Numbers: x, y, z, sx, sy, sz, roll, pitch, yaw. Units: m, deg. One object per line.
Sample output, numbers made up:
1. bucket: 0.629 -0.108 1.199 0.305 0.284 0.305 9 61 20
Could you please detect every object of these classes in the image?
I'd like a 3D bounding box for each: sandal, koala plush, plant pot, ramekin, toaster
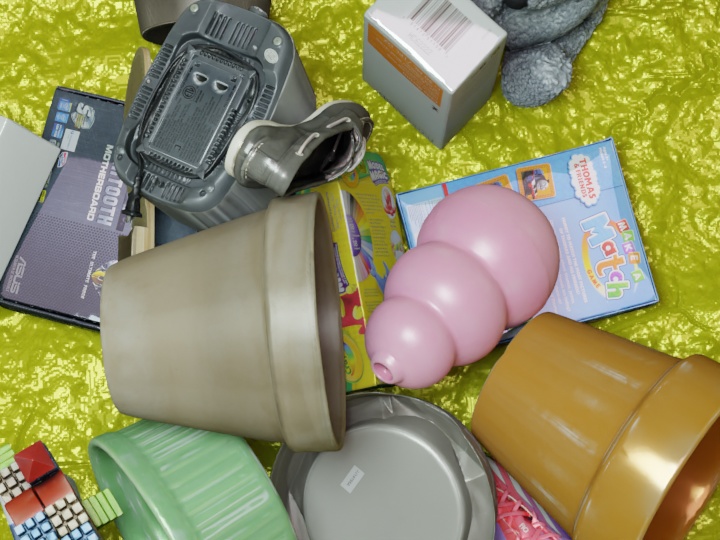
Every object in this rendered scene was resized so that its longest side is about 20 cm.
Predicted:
1. sandal: -0.164 -0.080 1.679 0.069 0.078 0.214 4 86 -20
2. koala plush: 0.160 -0.272 1.679 0.177 0.200 0.184 42 77 1
3. plant pot: -0.106 0.045 1.527 0.172 0.200 0.202 -4 80 5
4. plant pot: 0.199 0.134 1.634 0.183 0.200 0.201 32 82 21
5. ramekin: -0.131 0.202 1.610 0.097 0.200 0.201 -29 81 -19
6. toaster: -0.114 -0.107 1.578 0.113 0.129 0.201 22 81 20

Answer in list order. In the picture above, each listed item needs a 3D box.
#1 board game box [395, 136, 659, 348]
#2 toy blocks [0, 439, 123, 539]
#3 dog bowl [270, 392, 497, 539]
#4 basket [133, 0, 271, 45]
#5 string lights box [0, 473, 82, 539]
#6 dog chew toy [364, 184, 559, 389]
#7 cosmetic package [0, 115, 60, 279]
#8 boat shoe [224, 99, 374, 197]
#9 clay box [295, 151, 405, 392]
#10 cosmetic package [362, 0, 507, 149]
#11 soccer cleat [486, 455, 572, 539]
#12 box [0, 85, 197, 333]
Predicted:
1. board game box: 0.145 -0.018 1.726 0.198 0.037 0.153 -15 81 -1
2. toy blocks: -0.230 0.212 1.534 0.099 0.137 0.201 -31 82 -9
3. dog bowl: 0.024 0.196 1.647 0.198 0.059 0.202 2 96 19
4. basket: -0.140 -0.306 1.731 0.178 0.136 0.202 -4 84 3
5. string lights box: -0.235 0.274 1.644 0.059 0.103 0.202 -21 81 -5
6. dog chew toy: 0.076 0.020 1.618 0.124 0.125 0.200 41 59 6
7. cosmetic package: -0.354 -0.042 1.684 0.107 0.085 0.201 20 86 31
8. boat shoe: -0.034 -0.089 1.542 0.057 0.200 0.067 33 113 20
9. clay box: 0.000 0.000 1.674 0.047 0.115 0.202 -14 84 24
10. cosmetic package: 0.059 -0.181 1.670 0.101 0.200 0.071 42 83 7
11. soccer cleat: 0.138 0.222 1.667 0.200 0.073 0.068 44 84 7
12. box: -0.216 -0.046 1.724 0.156 0.051 0.202 15 81 2
